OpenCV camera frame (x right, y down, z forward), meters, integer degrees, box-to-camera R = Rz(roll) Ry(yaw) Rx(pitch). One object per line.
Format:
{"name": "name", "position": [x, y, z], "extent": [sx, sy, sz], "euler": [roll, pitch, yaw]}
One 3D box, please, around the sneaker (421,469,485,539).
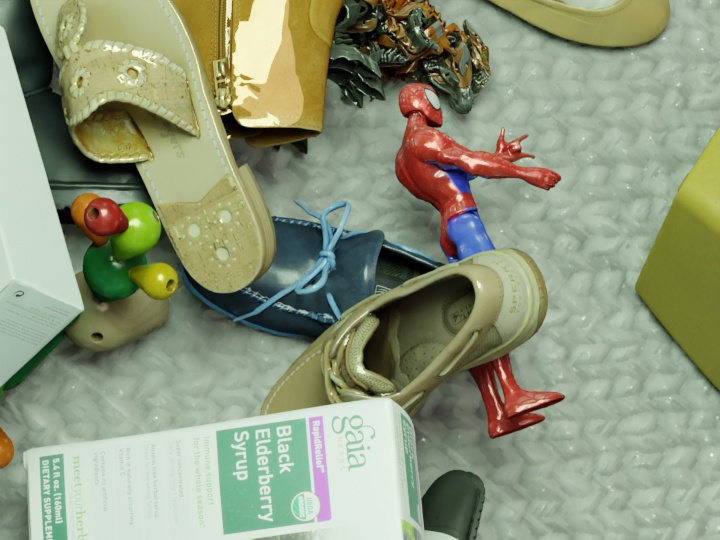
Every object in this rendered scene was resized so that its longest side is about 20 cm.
{"name": "sneaker", "position": [-0.006, 0.176, 1.372], "extent": [0.088, 0.074, 0.201], "euler": [36, 65, -4]}

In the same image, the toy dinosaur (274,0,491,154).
{"name": "toy dinosaur", "position": [-0.016, -0.149, 1.477], "extent": [0.199, 0.102, 0.136], "euler": [24, 56, 0]}

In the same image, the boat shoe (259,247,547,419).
{"name": "boat shoe", "position": [0.008, 0.046, 1.358], "extent": [0.064, 0.200, 0.072], "euler": [-3, 62, -52]}

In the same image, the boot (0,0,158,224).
{"name": "boot", "position": [-0.174, -0.112, 1.399], "extent": [0.198, 0.076, 0.170], "euler": [2, 85, -5]}

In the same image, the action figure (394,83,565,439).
{"name": "action figure", "position": [0.082, -0.019, 1.403], "extent": [0.098, 0.065, 0.201], "euler": [-17, 75, -19]}

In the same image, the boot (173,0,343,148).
{"name": "boot", "position": [-0.026, -0.144, 1.377], "extent": [0.200, 0.071, 0.145], "euler": [-11, 76, 7]}

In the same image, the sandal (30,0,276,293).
{"name": "sandal", "position": [-0.118, -0.081, 1.319], "extent": [0.213, 0.077, 0.070], "euler": [59, 24, 0]}

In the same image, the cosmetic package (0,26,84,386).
{"name": "cosmetic package", "position": [-0.223, -0.016, 1.276], "extent": [0.052, 0.151, 0.201], "euler": [27, 32, -44]}

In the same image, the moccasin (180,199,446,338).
{"name": "moccasin", "position": [0.000, 0.000, 1.436], "extent": [0.198, 0.068, 0.081], "euler": [10, 69, -13]}

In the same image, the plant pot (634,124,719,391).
{"name": "plant pot", "position": [0.275, -0.021, 1.467], "extent": [0.176, 0.200, 0.200], "euler": [32, 65, 9]}

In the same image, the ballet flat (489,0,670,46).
{"name": "ballet flat", "position": [0.103, -0.187, 1.534], "extent": [0.199, 0.063, 0.069], "euler": [16, 68, -11]}

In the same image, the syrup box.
{"name": "syrup box", "position": [-0.068, 0.125, 1.325], "extent": [0.198, 0.081, 0.079], "euler": [-9, 71, 10]}

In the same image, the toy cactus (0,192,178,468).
{"name": "toy cactus", "position": [-0.155, 0.027, 1.345], "extent": [0.102, 0.200, 0.165], "euler": [50, 26, 19]}

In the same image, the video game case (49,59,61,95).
{"name": "video game case", "position": [-0.161, -0.164, 1.472], "extent": [0.200, 0.018, 0.144], "euler": [37, 65, -2]}
